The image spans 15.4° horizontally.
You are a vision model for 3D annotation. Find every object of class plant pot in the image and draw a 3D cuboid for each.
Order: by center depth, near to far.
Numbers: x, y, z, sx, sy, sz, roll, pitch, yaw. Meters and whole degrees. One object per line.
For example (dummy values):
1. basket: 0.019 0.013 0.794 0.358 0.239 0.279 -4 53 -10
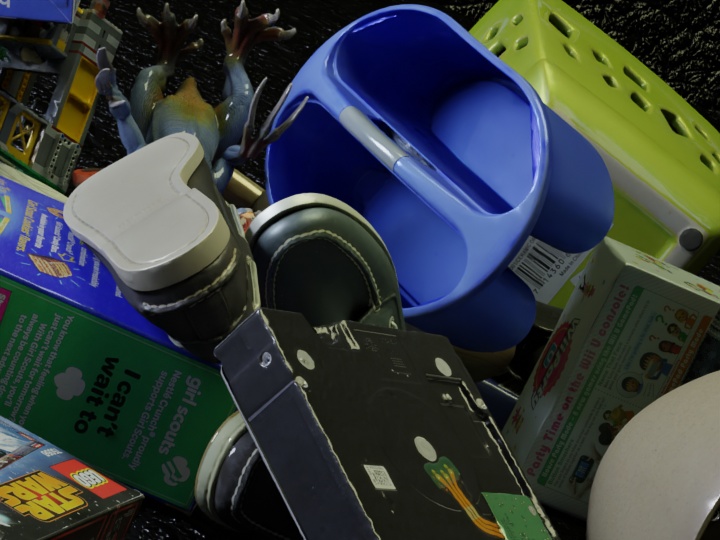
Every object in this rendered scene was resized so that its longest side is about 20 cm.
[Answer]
1. plant pot: 0.179 0.122 1.208 0.200 0.200 0.134 17 8 -36
2. plant pot: 0.123 -0.042 1.745 0.199 0.200 0.182 38 15 -13

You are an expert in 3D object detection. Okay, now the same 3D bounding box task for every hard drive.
1. hard drive: 0.030 0.110 1.130 0.140 0.038 0.200 9 44 -52

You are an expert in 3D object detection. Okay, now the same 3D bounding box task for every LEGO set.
1. LEGO set: -0.229 -0.125 1.450 0.200 0.116 0.154 6 -18 42

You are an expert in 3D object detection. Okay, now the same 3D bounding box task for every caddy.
1. caddy: 0.034 -0.051 1.370 0.105 0.141 0.200 29 11 -45

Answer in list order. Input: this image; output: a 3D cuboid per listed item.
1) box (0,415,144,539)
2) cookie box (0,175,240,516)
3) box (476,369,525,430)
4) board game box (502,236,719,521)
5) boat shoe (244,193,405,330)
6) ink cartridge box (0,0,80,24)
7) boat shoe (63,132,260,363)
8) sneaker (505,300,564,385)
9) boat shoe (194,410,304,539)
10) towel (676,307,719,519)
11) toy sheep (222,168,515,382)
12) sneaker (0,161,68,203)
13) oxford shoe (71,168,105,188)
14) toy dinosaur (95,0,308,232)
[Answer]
1. box: -0.180 0.083 0.990 0.137 0.040 0.200 27 12 14
2. cookie box: -0.154 0.019 1.240 0.200 0.075 0.171 23 12 -9
3. box: 0.083 0.071 1.618 0.200 0.032 0.121 30 12 14
4. board game box: 0.196 0.088 1.498 0.200 0.148 0.064 23 13 -14
5. boat shoe: -0.003 0.044 1.280 0.200 0.073 0.062 72 -7 -46
6. ink cartridge box: -0.192 -0.177 1.432 0.094 0.044 0.200 6 18 -3
7. boat shoe: -0.087 -0.010 1.222 0.063 0.073 0.200 61 -3 -20
8. sneaker: 0.159 0.065 1.581 0.200 0.060 0.104 20 17 -13
9. boat shoe: 0.007 0.104 1.218 0.066 0.072 0.201 28 6 37
10. towel: 0.253 0.099 1.452 0.200 0.193 0.035 20 14 -20
11. toy sheep: 0.000 0.000 1.517 0.200 0.138 0.138 30 12 8
12. sneaker: -0.200 -0.030 1.395 0.200 0.075 0.081 30 1 -23
13. oxford shoe: -0.092 0.005 1.449 0.200 0.073 0.071 34 22 34
14. toy dinosaur: -0.082 -0.058 1.411 0.105 0.182 0.200 6 -30 2
